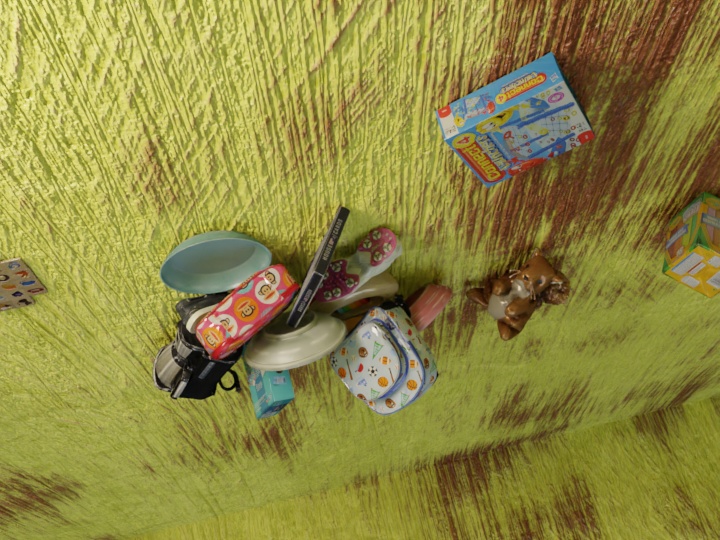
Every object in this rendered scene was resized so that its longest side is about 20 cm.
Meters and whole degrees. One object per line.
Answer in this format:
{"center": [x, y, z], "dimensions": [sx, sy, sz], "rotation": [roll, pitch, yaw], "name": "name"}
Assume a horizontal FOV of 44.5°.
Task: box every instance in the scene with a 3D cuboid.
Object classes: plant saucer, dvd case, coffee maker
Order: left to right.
{"center": [-0.311, 0.171, 1.817], "dimensions": [0.191, 0.135, 0.200], "rotation": [-4, 153, -35], "name": "coffee maker"}
{"center": [-0.258, -0.020, 1.559], "dimensions": [0.199, 0.036, 0.200], "rotation": [-12, 154, -6], "name": "plant saucer"}
{"center": [-0.127, 0.118, 1.655], "dimensions": [0.199, 0.200, 0.050], "rotation": [-15, 111, 1], "name": "plant saucer"}
{"center": [-0.077, -0.004, 1.569], "dimensions": [0.025, 0.151, 0.200], "rotation": [24, 146, -6], "name": "dvd case"}
{"center": [0.108, 0.095, 1.871], "dimensions": [0.200, 0.051, 0.201], "rotation": [-44, -176, 4], "name": "plant saucer"}

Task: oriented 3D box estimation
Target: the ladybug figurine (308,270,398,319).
{"center": [-0.021, 0.045, 1.765], "dimensions": [0.199, 0.072, 0.136], "rotation": [-22, 161, 16], "name": "ladybug figurine"}

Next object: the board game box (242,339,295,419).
{"center": [-0.196, 0.186, 1.795], "dimensions": [0.047, 0.201, 0.151], "rotation": [-8, 161, -24], "name": "board game box"}

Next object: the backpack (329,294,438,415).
{"center": [0.050, 0.181, 1.730], "dimensions": [0.200, 0.191, 0.154], "rotation": [-47, 171, 28], "name": "backpack"}

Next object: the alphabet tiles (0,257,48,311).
{"center": [-0.633, 0.025, 1.487], "dimensions": [0.165, 0.006, 0.200], "rotation": [-13, 154, -5], "name": "alphabet tiles"}

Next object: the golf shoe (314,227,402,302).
{"center": [0.000, 0.000, 1.673], "dimensions": [0.200, 0.076, 0.091], "rotation": [-35, 160, 16], "name": "golf shoe"}

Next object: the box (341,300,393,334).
{"center": [-0.022, 0.106, 1.868], "dimensions": [0.199, 0.042, 0.119], "rotation": [-12, -170, -1], "name": "box"}

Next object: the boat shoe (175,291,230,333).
{"center": [-0.282, 0.067, 1.684], "dimensions": [0.199, 0.066, 0.075], "rotation": [-23, 147, -58], "name": "boat shoe"}

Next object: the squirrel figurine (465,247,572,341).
{"center": [0.369, 0.033, 1.925], "dimensions": [0.199, 0.142, 0.187], "rotation": [-12, 148, -40], "name": "squirrel figurine"}

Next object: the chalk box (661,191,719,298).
{"center": [0.726, -0.071, 1.836], "dimensions": [0.123, 0.201, 0.125], "rotation": [26, 143, -5], "name": "chalk box"}

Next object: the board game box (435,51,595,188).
{"center": [0.246, -0.228, 1.377], "dimensions": [0.195, 0.056, 0.200], "rotation": [-25, 153, 20], "name": "board game box"}

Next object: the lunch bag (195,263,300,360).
{"center": [-0.208, 0.078, 1.605], "dimensions": [0.200, 0.082, 0.176], "rotation": [-39, 178, -16], "name": "lunch bag"}
